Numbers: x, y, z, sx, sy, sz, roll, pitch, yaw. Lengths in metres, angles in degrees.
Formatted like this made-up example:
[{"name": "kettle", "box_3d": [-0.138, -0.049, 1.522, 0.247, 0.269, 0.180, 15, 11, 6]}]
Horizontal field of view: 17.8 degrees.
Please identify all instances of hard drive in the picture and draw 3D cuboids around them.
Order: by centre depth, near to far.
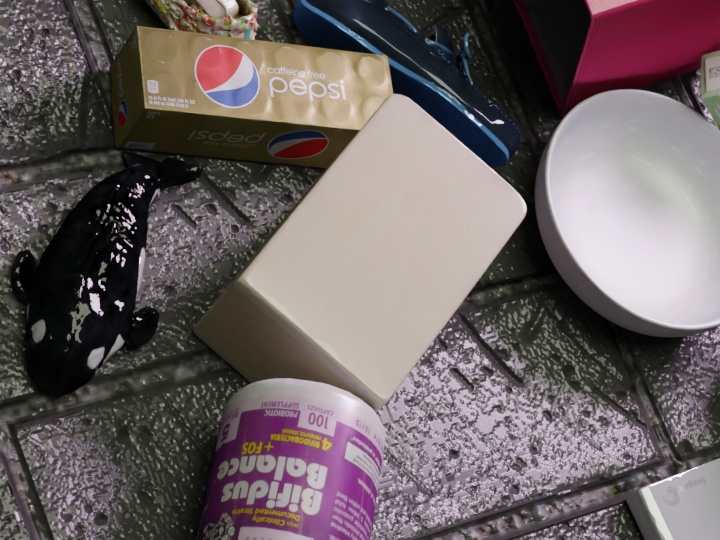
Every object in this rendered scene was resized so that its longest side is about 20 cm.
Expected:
[{"name": "hard drive", "box_3d": [0.289, 0.236, 1.680, 0.131, 0.026, 0.201, -16, 74, -33]}]

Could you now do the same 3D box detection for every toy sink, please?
[{"name": "toy sink", "box_3d": [0.000, 0.000, 1.596, 0.130, 0.112, 0.200, 40, 59, -4]}]

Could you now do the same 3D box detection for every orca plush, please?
[{"name": "orca plush", "box_3d": [-0.161, -0.011, 1.541, 0.105, 0.071, 0.200, 41, 54, -3]}]

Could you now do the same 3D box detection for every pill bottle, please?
[{"name": "pill bottle", "box_3d": [-0.051, 0.180, 1.478, 0.111, 0.112, 0.201, 20, 57, -17]}]

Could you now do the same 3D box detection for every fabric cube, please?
[{"name": "fabric cube", "box_3d": [0.219, -0.267, 1.754, 0.198, 0.196, 0.201, -19, 74, -7]}]

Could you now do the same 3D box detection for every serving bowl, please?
[{"name": "serving bowl", "box_3d": [0.213, -0.035, 1.752, 0.198, 0.066, 0.202, 12, 60, -22]}]

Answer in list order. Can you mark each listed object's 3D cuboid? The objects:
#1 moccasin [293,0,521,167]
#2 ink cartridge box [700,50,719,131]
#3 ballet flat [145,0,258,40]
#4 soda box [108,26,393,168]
[{"name": "moccasin", "box_3d": [0.045, -0.160, 1.716, 0.200, 0.080, 0.068, 39, 65, -6]}, {"name": "ink cartridge box", "box_3d": [0.379, -0.134, 1.780, 0.146, 0.198, 0.048, 48, 39, -49]}, {"name": "ballet flat", "box_3d": [-0.144, -0.234, 1.669, 0.200, 0.064, 0.076, 45, 53, 0]}, {"name": "soda box", "box_3d": [-0.076, -0.122, 1.647, 0.198, 0.064, 0.068, 4, 64, -26]}]
